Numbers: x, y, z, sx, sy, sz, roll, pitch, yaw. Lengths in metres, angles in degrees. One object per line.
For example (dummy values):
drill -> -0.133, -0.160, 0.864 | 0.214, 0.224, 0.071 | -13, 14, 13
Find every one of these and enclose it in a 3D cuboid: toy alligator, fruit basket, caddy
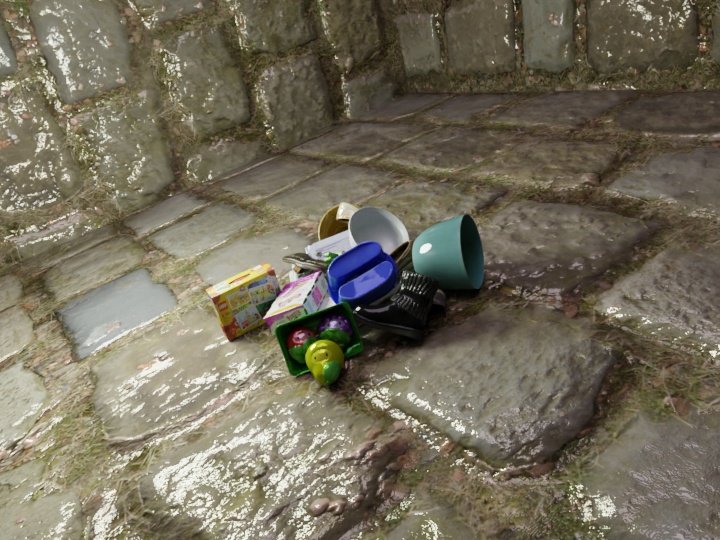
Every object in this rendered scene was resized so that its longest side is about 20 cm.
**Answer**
toy alligator -> -0.072, -0.026, 1.682 | 0.058, 0.056, 0.198 | -16, -8, 32
fruit basket -> -0.098, 0.182, 1.392 | 0.211, 0.159, 0.216 | -19, 10, 4
caddy -> 0.004, 0.017, 1.508 | 0.197, 0.105, 0.143 | -29, 70, -5

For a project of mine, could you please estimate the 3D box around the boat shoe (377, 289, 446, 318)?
boat shoe -> 0.132, 0.099, 1.489 | 0.195, 0.076, 0.074 | -17, 25, 1

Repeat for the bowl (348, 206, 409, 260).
bowl -> 0.044, -0.088, 1.730 | 0.196, 0.091, 0.205 | 11, 52, -14

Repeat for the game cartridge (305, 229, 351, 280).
game cartridge -> -0.067, -0.047, 1.796 | 0.196, 0.041, 0.136 | -20, 63, 1

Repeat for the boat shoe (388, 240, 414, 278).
boat shoe -> 0.081, -0.012, 1.616 | 0.199, 0.074, 0.075 | -40, 35, -10

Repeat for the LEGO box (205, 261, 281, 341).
LEGO box -> -0.334, 0.089, 1.680 | 0.197, 0.152, 0.077 | -27, 28, -21

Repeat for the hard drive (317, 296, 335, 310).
hard drive -> -0.117, 0.124, 1.584 | 0.196, 0.027, 0.133 | -20, 24, 23

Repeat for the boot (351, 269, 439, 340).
boot -> 0.086, 0.072, 1.430 | 0.206, 0.162, 0.079 | 13, 0, 13

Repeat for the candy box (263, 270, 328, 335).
candy box -> -0.179, 0.089, 1.618 | 0.134, 0.062, 0.201 | -20, 22, 21

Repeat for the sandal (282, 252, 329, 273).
sandal -> -0.171, -0.014, 1.752 | 0.197, 0.056, 0.081 | 16, 22, 39

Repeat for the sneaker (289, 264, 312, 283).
sneaker -> -0.173, 0.020, 1.814 | 0.097, 0.080, 0.201 | -10, 27, 2

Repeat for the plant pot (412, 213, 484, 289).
plant pot -> 0.238, -0.041, 1.575 | 0.158, 0.204, 0.201 | -9, 25, 29

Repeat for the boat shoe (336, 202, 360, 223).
boat shoe -> 0.011, -0.159, 1.884 | 0.196, 0.074, 0.070 | 22, 79, 13

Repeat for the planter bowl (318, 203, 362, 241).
planter bowl -> -0.046, -0.118, 1.949 | 0.196, 0.205, 0.084 | -18, -12, -6

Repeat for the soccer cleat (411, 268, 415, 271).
soccer cleat -> 0.163, -0.016, 1.707 | 0.083, 0.070, 0.201 | -7, 26, 3

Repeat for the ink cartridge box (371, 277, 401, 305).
ink cartridge box -> 0.033, 0.074, 1.635 | 0.197, 0.038, 0.094 | -26, 28, -21
